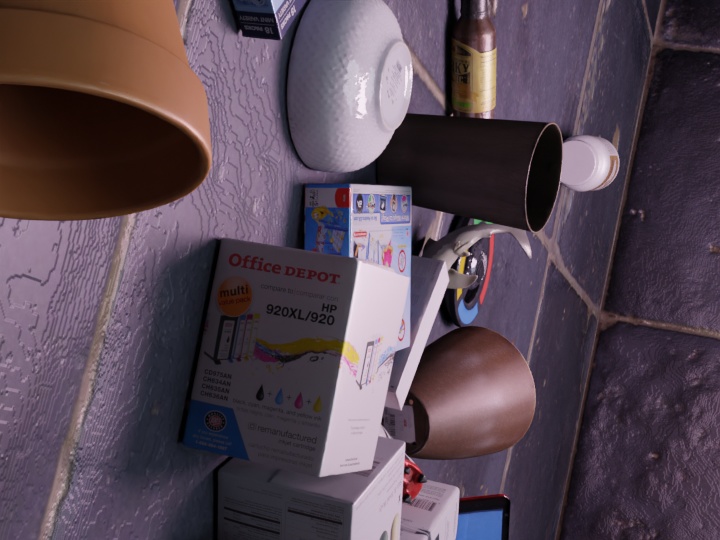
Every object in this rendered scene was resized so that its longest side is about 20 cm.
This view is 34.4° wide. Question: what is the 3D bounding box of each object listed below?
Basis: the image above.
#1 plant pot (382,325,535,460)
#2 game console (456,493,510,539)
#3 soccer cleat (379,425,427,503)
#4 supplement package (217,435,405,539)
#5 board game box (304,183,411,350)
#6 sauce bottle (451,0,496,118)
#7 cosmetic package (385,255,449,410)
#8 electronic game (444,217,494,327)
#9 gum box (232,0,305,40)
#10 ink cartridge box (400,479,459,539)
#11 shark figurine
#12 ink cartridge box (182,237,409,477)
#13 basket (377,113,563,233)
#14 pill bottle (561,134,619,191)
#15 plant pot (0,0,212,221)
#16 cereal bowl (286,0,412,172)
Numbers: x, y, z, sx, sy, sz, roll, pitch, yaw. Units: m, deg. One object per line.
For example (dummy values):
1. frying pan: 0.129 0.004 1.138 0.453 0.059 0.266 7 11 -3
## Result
1. plant pot: 0.110 0.185 1.594 0.200 0.187 0.187 -13 112 -52
2. game console: 0.164 0.482 1.910 0.172 0.119 0.200 -47 141 -56
3. soccer cleat: 0.003 0.209 1.420 0.069 0.085 0.200 -48 117 -14
4. supplement package: -0.051 0.283 1.216 0.152 0.151 0.200 -36 132 -62
5. board game box: 0.000 0.000 1.322 0.200 0.056 0.196 -7 98 -68
6. sauce bottle: 0.158 -0.305 1.622 0.065 0.065 0.200 -49 142 -54
7. cosmetic package: 0.043 0.073 1.464 0.051 0.082 0.200 70 36 -52
8. electronic game: 0.176 -0.009 1.830 0.200 0.042 0.200 9 90 -69
9. gum box: -0.076 -0.336 1.025 0.200 0.045 0.170 75 32 -46
10. ink cartridge box: 0.022 0.334 1.439 0.200 0.147 0.083 -38 134 -59
11. shark figurine: 0.130 -0.031 1.622 0.128 0.214 0.090 50 5 -28
12. ink cartridge box: -0.059 0.081 1.112 0.145 0.147 0.200 18 82 -69
13. basket: 0.133 -0.129 1.441 0.180 0.200 0.136 -14 113 -67
14. pill bottle: 0.452 -0.217 2.351 0.200 0.114 0.114 -12 110 -67
15. plant pot: -0.185 -0.126 0.662 0.200 0.200 0.140 42 42 -66
16. cereal bowl: 0.000 -0.199 1.232 0.200 0.083 0.200 10 90 -68
